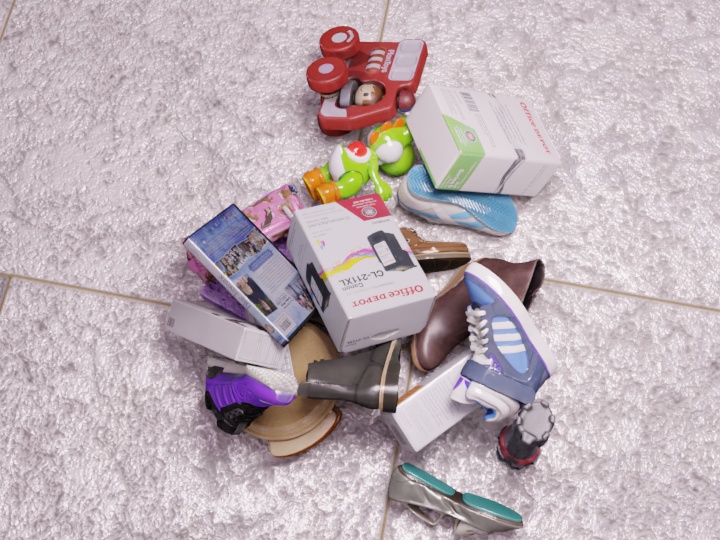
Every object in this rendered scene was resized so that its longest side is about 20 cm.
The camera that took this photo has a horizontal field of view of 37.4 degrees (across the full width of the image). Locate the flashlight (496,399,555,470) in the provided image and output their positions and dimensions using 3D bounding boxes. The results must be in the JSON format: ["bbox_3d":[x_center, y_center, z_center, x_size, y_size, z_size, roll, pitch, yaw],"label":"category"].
[{"bbox_3d":[0.230,0.225,1.470,0.067,0.200,0.068,-17,69,-7],"label":"flashlight"}]

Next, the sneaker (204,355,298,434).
[{"bbox_3d":[-0.155,0.181,1.468,0.069,0.199,0.101,15,87,-35],"label":"sneaker"}]

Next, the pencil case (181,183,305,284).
[{"bbox_3d":[-0.173,-0.054,1.609,0.198,0.087,0.083,-28,69,-7],"label":"pencil case"}]

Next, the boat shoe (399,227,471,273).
[{"bbox_3d":[0.070,-0.035,1.639,0.197,0.072,0.069,-4,70,-1],"label":"boat shoe"}]

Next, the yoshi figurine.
[{"bbox_3d":[0.014,-0.159,1.676,0.199,0.112,0.113,-35,92,-9],"label":"yoshi figurine"}]

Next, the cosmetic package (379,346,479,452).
[{"bbox_3d":[0.132,0.175,1.536,0.199,0.101,0.072,-34,87,-12],"label":"cosmetic package"}]

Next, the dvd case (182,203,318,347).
[{"bbox_3d":[-0.145,0.003,1.504,0.200,0.018,0.143,46,31,-2],"label":"dvd case"}]

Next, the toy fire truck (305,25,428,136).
[{"bbox_3d":[0.013,-0.297,1.681,0.165,0.113,0.202,2,47,16],"label":"toy fire truck"}]

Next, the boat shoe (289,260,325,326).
[{"bbox_3d":[-0.075,0.045,1.605,0.198,0.068,0.073,26,80,2],"label":"boat shoe"}]

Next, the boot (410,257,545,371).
[{"bbox_3d":[0.169,0.062,1.555,0.072,0.165,0.201,44,64,-28],"label":"boot"}]

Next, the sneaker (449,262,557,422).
[{"bbox_3d":[0.166,0.109,1.450,0.146,0.080,0.201,-39,101,-11],"label":"sneaker"}]

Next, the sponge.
[{"bbox_3d":[-0.151,-0.017,1.657,0.111,0.030,0.201,27,72,10],"label":"sponge"}]

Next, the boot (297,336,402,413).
[{"bbox_3d":[-0.011,0.133,1.514,0.136,0.200,0.079,5,103,2],"label":"boot"}]

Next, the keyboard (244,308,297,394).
[{"bbox_3d":[-0.135,0.091,1.549,0.056,0.011,0.203,-15,71,8],"label":"keyboard"}]

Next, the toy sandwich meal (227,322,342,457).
[{"bbox_3d":[-0.108,0.170,1.569,0.202,0.070,0.208,-5,65,10],"label":"toy sandwich meal"}]

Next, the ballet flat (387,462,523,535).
[{"bbox_3d":[0.132,0.338,1.511,0.198,0.067,0.064,23,98,10],"label":"ballet flat"}]

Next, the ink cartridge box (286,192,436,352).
[{"bbox_3d":[0.000,0.000,1.526,0.144,0.083,0.201,-13,56,-24],"label":"ink cartridge box"}]

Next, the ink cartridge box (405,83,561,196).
[{"bbox_3d":[0.189,-0.198,1.634,0.198,0.084,0.147,3,50,-32],"label":"ink cartridge box"}]

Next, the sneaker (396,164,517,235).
[{"bbox_3d":[0.153,-0.105,1.667,0.198,0.081,0.077,21,67,-13],"label":"sneaker"}]

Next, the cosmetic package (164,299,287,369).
[{"bbox_3d":[-0.194,0.089,1.527,0.199,0.082,0.051,16,87,49],"label":"cosmetic package"}]
